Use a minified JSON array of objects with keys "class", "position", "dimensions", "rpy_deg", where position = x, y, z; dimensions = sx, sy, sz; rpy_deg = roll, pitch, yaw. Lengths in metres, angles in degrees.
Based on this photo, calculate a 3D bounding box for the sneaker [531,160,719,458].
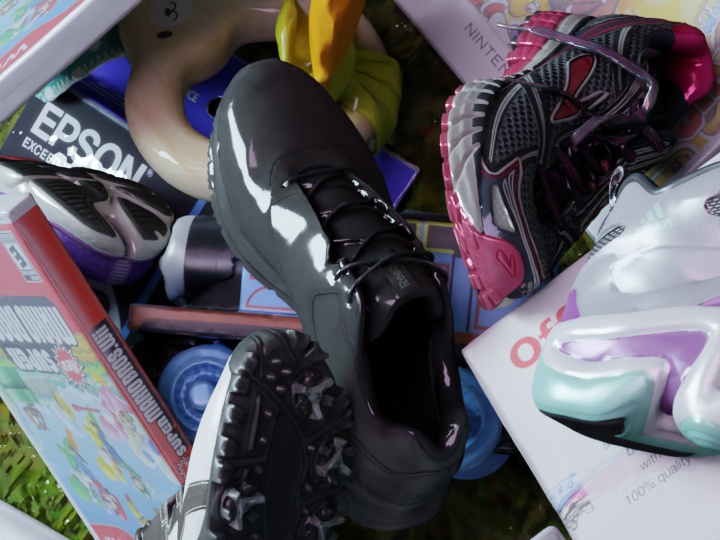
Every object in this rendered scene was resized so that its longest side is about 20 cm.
[{"class":"sneaker","position":[0.164,0.006,0.924],"dimensions":[0.199,0.078,0.141],"rpy_deg":[14,82,28]}]

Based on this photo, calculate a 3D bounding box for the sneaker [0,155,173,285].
[{"class":"sneaker","position":[-0.161,-0.011,1.229],"dimensions":[0.200,0.080,0.084],"rpy_deg":[9,93,48]}]

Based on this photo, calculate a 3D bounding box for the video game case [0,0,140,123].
[{"class":"video game case","position":[-0.129,-0.153,1.250],"dimensions":[0.143,0.017,0.200],"rpy_deg":[-39,24,13]}]

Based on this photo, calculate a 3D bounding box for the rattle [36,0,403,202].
[{"class":"rattle","position":[-0.083,-0.119,1.209],"dimensions":[0.200,0.143,0.130],"rpy_deg":[34,82,26]}]

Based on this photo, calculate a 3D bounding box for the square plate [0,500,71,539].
[{"class":"square plate","position":[-0.153,0.229,1.232],"dimensions":[0.199,0.028,0.199],"rpy_deg":[23,88,31]}]

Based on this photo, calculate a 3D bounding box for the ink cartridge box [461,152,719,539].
[{"class":"ink cartridge box","position":[0.167,0.079,1.029],"dimensions":[0.147,0.145,0.200],"rpy_deg":[-36,63,14]}]

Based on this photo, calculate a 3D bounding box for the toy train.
[{"class":"toy train","position":[-0.005,0.028,1.150],"dimensions":[0.199,0.087,0.115],"rpy_deg":[5,83,10]}]

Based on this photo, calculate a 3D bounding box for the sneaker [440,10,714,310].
[{"class":"sneaker","position":[0.086,-0.055,1.070],"dimensions":[0.074,0.200,0.081],"rpy_deg":[-2,121,24]}]

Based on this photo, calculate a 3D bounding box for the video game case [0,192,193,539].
[{"class":"video game case","position":[-0.125,0.054,1.154],"dimensions":[0.017,0.200,0.143],"rpy_deg":[-39,18,-25]}]

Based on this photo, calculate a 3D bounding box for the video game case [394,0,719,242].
[{"class":"video game case","position":[0.132,-0.135,1.177],"dimensions":[0.200,0.023,0.182],"rpy_deg":[-44,61,11]}]

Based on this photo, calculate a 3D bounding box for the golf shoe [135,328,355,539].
[{"class":"golf shoe","position":[-0.057,0.104,1.050],"dimensions":[0.094,0.078,0.201],"rpy_deg":[30,127,38]}]

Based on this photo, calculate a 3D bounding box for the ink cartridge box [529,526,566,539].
[{"class":"ink cartridge box","position":[0.039,0.182,0.998],"dimensions":[0.144,0.200,0.085],"rpy_deg":[-33,75,-4]}]

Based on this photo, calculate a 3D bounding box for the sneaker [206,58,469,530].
[{"class":"sneaker","position":[0.000,0.000,1.061],"dimensions":[0.076,0.091,0.201],"rpy_deg":[-19,77,-22]}]

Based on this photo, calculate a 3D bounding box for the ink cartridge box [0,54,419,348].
[{"class":"ink cartridge box","position":[-0.099,-0.011,1.258],"dimensions":[0.198,0.043,0.201],"rpy_deg":[32,92,31]}]
